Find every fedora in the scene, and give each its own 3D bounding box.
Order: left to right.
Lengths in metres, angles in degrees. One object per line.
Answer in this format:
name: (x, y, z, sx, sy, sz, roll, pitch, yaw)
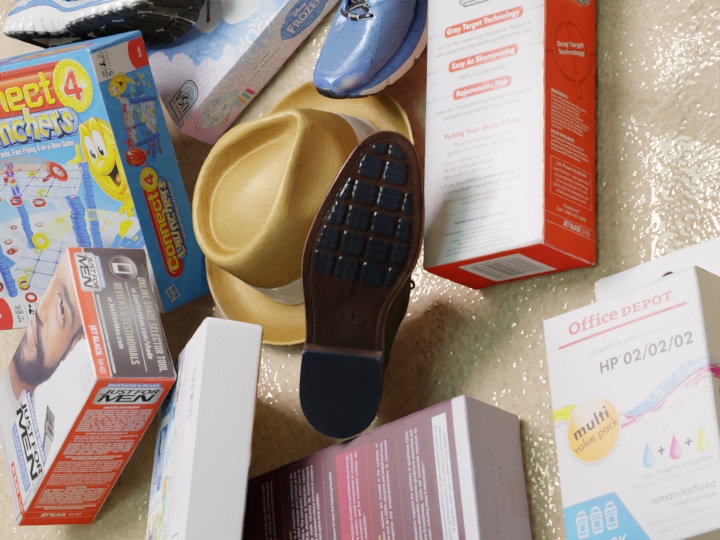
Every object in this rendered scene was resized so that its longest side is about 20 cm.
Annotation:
fedora: (-0.054, -0.051, 1.692, 0.200, 0.082, 0.201, -15, 66, 37)

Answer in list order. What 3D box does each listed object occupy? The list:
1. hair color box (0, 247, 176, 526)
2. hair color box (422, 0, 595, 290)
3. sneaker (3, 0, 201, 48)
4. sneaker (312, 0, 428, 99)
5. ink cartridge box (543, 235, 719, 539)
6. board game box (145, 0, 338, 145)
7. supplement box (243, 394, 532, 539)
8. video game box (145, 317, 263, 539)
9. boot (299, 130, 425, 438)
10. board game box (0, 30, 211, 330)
hair color box: (-0.199, 0.084, 1.739, 0.200, 0.064, 0.111, -56, 41, 46)
hair color box: (0.097, -0.097, 1.588, 0.101, 0.061, 0.201, -12, 69, 39)
sneaker: (-0.190, -0.214, 1.809, 0.200, 0.078, 0.089, 2, 82, 45)
sneaker: (0.012, -0.210, 1.670, 0.078, 0.089, 0.200, 14, 76, 45)
ink cartridge box: (0.176, 0.074, 1.452, 0.115, 0.068, 0.201, -22, 61, 35)
board game box: (-0.098, -0.231, 1.823, 0.199, 0.043, 0.200, -48, 49, 21)
supplement box: (0.012, 0.164, 1.573, 0.200, 0.061, 0.109, -23, 60, 34)
video game box: (-0.109, 0.149, 1.636, 0.182, 0.047, 0.201, 140, 137, -70)
boot: (0.000, 0.000, 1.592, 0.074, 0.097, 0.201, 13, 103, 1)
board game box: (-0.219, -0.062, 1.801, 0.200, 0.056, 0.196, -7, 103, 41)
